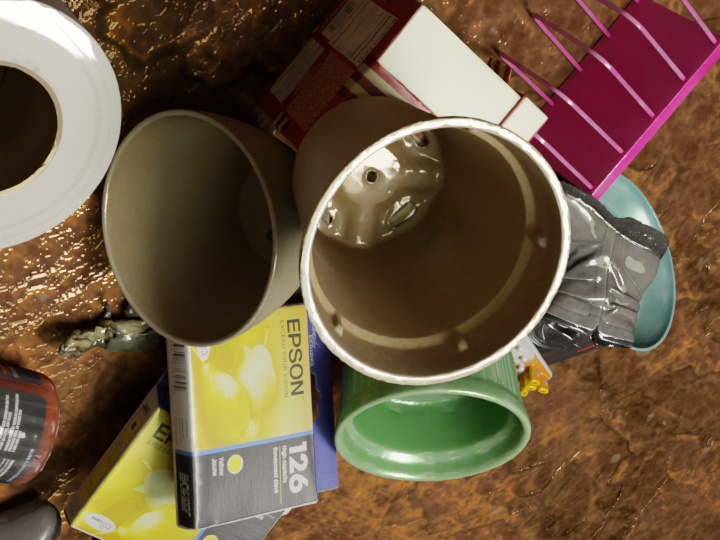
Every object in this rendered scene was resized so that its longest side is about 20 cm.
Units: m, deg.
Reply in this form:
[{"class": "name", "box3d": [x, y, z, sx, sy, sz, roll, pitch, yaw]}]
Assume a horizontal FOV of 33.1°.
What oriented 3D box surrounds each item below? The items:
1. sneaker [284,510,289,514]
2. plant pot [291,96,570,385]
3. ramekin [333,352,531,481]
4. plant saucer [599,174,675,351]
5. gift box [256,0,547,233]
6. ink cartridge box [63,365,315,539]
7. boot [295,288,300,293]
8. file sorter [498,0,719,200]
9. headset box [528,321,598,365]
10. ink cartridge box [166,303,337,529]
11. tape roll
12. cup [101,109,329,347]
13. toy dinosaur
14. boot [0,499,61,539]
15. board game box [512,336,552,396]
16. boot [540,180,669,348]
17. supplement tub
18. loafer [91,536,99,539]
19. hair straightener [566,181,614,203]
[{"class": "sneaker", "box3d": [-0.115, 0.192, 1.296, 0.099, 0.078, 0.201, -8, 124, -25]}, {"class": "plant pot", "box3d": [0.030, -0.044, 0.920, 0.199, 0.184, 0.202, -7, 115, -15]}, {"class": "ramekin", "box3d": [0.071, 0.130, 1.242, 0.198, 0.098, 0.201, -1, 145, -1]}, {"class": "plant saucer", "box3d": [0.276, -0.008, 1.321, 0.036, 0.201, 0.199, -17, 152, 41]}, {"class": "gift box", "box3d": [0.041, -0.146, 1.093, 0.186, 0.200, 0.185, 37, 101, -28]}, {"class": "ink cartridge box", "box3d": [-0.156, 0.204, 1.207, 0.197, 0.047, 0.200, 34, 97, -32]}, {"class": "boot", "box3d": [0.000, 0.000, 1.163, 0.144, 0.199, 0.073, 7, 83, -35]}, {"class": "file sorter", "box3d": [0.230, -0.204, 1.205, 0.200, 0.139, 0.125, -50, 131, 7]}, {"class": "headset box", "box3d": [0.165, 0.038, 1.324, 0.148, 0.078, 0.200, -23, 146, 34]}, {"class": "ink cartridge box", "box3d": [-0.092, 0.134, 1.176, 0.199, 0.047, 0.199, -5, 93, -39]}, {"class": "tape roll", "box3d": [-0.295, -0.133, 0.901, 0.202, 0.139, 0.204, -18, 130, -22]}, {"class": "cup", "box3d": [-0.109, -0.045, 1.073, 0.143, 0.200, 0.201, -16, 132, -54]}, {"class": "toy dinosaur", "box3d": [-0.197, 0.047, 1.162, 0.199, 0.047, 0.088, 4, 121, -41]}, {"class": "boot", "box3d": [-0.392, 0.246, 1.145, 0.199, 0.070, 0.132, -27, 129, -19]}, {"class": "board game box", "box3d": [0.084, 0.096, 1.309, 0.199, 0.026, 0.200, -14, 143, 22]}, {"class": "boot", "box3d": [0.203, -0.008, 1.200, 0.199, 0.070, 0.132, 24, 83, -4]}, {"class": "supplement tub", "box3d": [-0.371, 0.120, 1.052, 0.199, 0.107, 0.107, 21, 108, -41]}, {"class": "loafer", "box3d": [-0.222, 0.212, 1.248, 0.071, 0.073, 0.201, 32, 95, -33]}, {"class": "hair straightener", "box3d": [0.247, -0.029, 1.403, 0.077, 0.041, 0.201, 1, 119, -34]}]
